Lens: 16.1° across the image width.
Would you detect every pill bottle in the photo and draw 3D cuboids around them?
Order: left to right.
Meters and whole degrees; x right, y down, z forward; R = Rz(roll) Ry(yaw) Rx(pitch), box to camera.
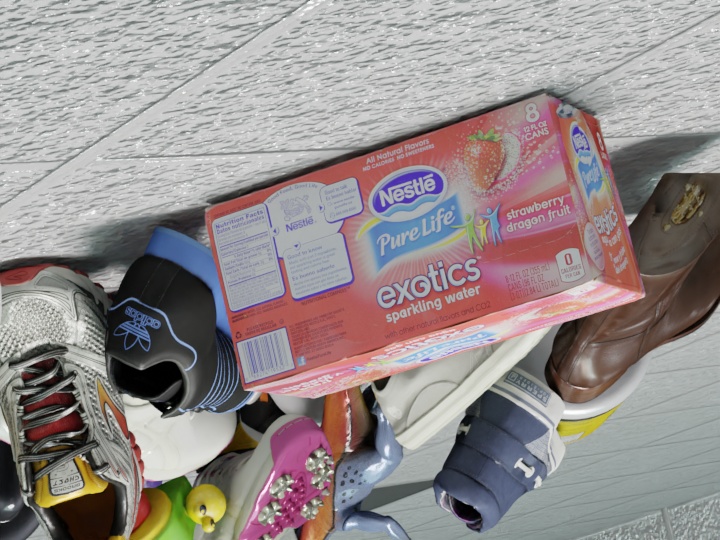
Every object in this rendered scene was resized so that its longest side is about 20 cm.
[{"bbox_3d":[0.131,0.058,1.736,0.113,0.115,0.200,-12,170,-5],"label":"pill bottle"}]

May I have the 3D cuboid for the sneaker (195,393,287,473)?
[{"bbox_3d":[-0.101,0.078,1.692,0.070,0.090,0.200,-23,141,14],"label":"sneaker"}]

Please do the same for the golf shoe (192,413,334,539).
[{"bbox_3d":[-0.075,0.147,1.635,0.075,0.092,0.201,-27,152,-34],"label":"golf shoe"}]

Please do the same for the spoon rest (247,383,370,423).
[{"bbox_3d":[-0.036,0.056,1.663,0.100,0.061,0.200,-53,158,11],"label":"spoon rest"}]

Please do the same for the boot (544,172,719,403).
[{"bbox_3d":[0.193,-0.020,1.514,0.186,0.064,0.200,-46,167,-28],"label":"boot"}]

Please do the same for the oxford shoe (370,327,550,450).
[{"bbox_3d":[0.069,0.037,1.506,0.200,0.058,0.075,-43,178,42],"label":"oxford shoe"}]

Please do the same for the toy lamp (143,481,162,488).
[{"bbox_3d":[-0.163,0.148,1.713,0.058,0.059,0.200,-11,165,-10],"label":"toy lamp"}]

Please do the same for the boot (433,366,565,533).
[{"bbox_3d":[0.081,0.124,1.629,0.072,0.091,0.200,30,168,12],"label":"boot"}]

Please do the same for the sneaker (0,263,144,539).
[{"bbox_3d":[-0.159,0.082,1.405,0.077,0.082,0.201,-13,124,4],"label":"sneaker"}]

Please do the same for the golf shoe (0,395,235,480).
[{"bbox_3d":[-0.136,0.072,1.521,0.091,0.076,0.199,-36,149,31],"label":"golf shoe"}]

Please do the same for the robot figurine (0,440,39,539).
[{"bbox_3d":[-0.257,0.130,1.599,0.125,0.150,0.200,-50,-174,-22],"label":"robot figurine"}]

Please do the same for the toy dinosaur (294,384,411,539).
[{"bbox_3d":[-0.017,0.125,1.681,0.199,0.105,0.182,31,115,-32],"label":"toy dinosaur"}]

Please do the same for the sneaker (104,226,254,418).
[{"bbox_3d":[-0.103,0.048,1.405,0.070,0.078,0.200,25,161,16],"label":"sneaker"}]

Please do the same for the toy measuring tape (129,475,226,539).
[{"bbox_3d":[-0.172,0.186,1.581,0.199,0.074,0.074,-26,167,7],"label":"toy measuring tape"}]

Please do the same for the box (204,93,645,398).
[{"bbox_3d":[0.032,-0.009,1.319,0.199,0.103,0.095,-19,168,20],"label":"box"}]
